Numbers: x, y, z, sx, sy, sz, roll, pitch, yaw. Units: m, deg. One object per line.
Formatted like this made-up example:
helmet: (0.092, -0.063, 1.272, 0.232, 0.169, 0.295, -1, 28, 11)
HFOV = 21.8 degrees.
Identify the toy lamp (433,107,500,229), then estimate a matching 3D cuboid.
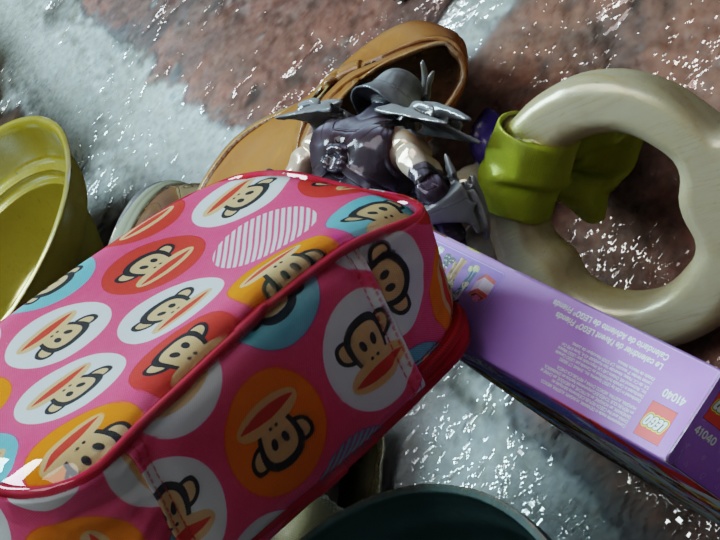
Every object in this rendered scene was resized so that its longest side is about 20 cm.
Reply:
toy lamp: (0.000, 0.000, 0.918, 0.200, 0.058, 0.058, -39, 36, -1)

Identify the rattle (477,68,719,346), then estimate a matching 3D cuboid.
rattle: (0.164, -0.032, 0.819, 0.200, 0.143, 0.130, -3, 91, 31)

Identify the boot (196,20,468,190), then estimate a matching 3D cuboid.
boot: (-0.024, -0.055, 0.967, 0.200, 0.074, 0.155, -48, 8, 3)

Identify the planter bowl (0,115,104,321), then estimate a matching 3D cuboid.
planter bowl: (-0.221, 0.008, 1.184, 0.200, 0.083, 0.200, -30, 41, 31)

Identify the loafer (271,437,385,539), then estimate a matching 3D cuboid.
loafer: (-0.027, 0.133, 0.863, 0.067, 0.076, 0.200, -35, 39, 35)

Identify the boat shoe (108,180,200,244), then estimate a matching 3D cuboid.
boat shoe: (-0.125, 0.035, 1.061, 0.072, 0.076, 0.200, 0, 63, 47)

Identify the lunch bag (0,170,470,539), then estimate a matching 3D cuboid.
lunch bag: (-0.078, 0.038, 0.697, 0.200, 0.082, 0.176, -38, 29, -29)

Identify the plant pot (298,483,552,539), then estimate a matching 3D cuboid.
plant pot: (0.042, 0.196, 0.681, 0.200, 0.134, 0.200, -30, 43, 32)

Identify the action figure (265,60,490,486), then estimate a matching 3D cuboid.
action figure: (-0.008, -0.005, 0.832, 0.130, 0.069, 0.200, -1, 65, 57)

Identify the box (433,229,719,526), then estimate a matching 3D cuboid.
box: (0.103, 0.052, 0.726, 0.039, 0.137, 0.200, -57, 36, -3)
